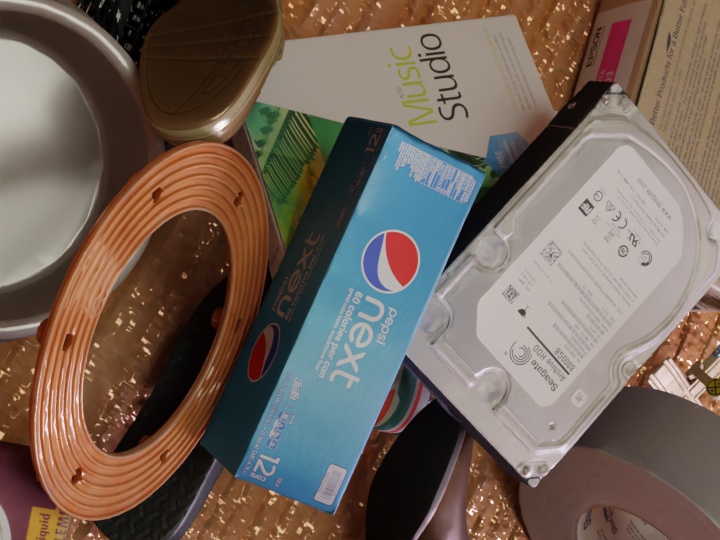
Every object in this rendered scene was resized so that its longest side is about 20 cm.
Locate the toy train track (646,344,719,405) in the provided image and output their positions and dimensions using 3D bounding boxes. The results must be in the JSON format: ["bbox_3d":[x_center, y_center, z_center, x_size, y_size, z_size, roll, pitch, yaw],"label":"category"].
[{"bbox_3d":[0.267,0.070,1.103,0.200,0.033,0.115,-46,144,-1],"label":"toy train track"}]

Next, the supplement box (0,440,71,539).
[{"bbox_3d":[-0.250,0.126,0.750,0.199,0.085,0.111,16,79,-34],"label":"supplement box"}]

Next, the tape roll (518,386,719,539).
[{"bbox_3d":[0.200,0.174,1.001,0.066,0.200,0.201,-40,110,-30],"label":"tape roll"}]

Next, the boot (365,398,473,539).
[{"bbox_3d":[0.093,0.188,0.975,0.199,0.064,0.187,20,93,-31],"label":"boot"}]

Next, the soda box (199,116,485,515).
[{"bbox_3d":[-0.011,0.022,0.830,0.064,0.068,0.201,25,89,-24],"label":"soda box"}]

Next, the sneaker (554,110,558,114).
[{"bbox_3d":[0.093,-0.019,1.015,0.072,0.072,0.201,33,71,-31],"label":"sneaker"}]

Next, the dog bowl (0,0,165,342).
[{"bbox_3d":[-0.191,-0.055,0.797,0.199,0.059,0.201,-5,99,-29],"label":"dog bowl"}]

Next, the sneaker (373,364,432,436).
[{"bbox_3d":[0.000,0.000,0.945,0.093,0.070,0.201,6,87,-41],"label":"sneaker"}]

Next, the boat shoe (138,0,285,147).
[{"bbox_3d":[-0.071,-0.121,0.845,0.200,0.071,0.065,-79,165,-49],"label":"boat shoe"}]

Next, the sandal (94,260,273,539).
[{"bbox_3d":[-0.083,0.073,0.891,0.075,0.048,0.201,35,79,15],"label":"sandal"}]

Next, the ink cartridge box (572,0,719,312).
[{"bbox_3d":[0.229,-0.091,1.113,0.164,0.075,0.201,27,74,-30],"label":"ink cartridge box"}]

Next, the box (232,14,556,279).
[{"bbox_3d":[0.024,-0.078,0.924,0.199,0.036,0.145,-11,66,-20],"label":"box"}]

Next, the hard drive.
[{"bbox_3d":[0.118,0.008,0.898,0.200,0.038,0.140,-46,111,-9],"label":"hard drive"}]

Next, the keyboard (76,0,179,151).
[{"bbox_3d":[-0.122,-0.135,0.885,0.104,0.040,0.201,24,73,-33],"label":"keyboard"}]

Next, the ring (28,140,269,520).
[{"bbox_3d":[-0.106,0.029,0.778,0.200,0.019,0.201,-48,149,-42],"label":"ring"}]
